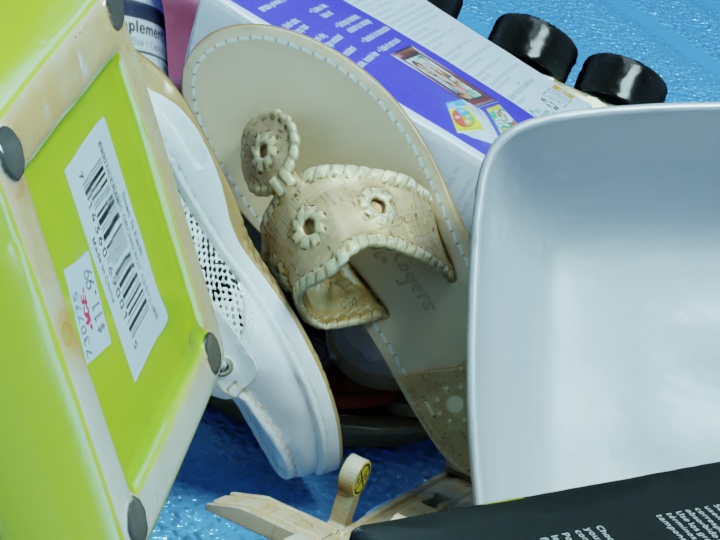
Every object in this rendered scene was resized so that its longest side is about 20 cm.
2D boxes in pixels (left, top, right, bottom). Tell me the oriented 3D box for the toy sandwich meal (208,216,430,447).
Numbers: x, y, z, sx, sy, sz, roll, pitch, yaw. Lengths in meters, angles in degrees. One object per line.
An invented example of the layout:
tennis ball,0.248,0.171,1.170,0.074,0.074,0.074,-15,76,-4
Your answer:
toy sandwich meal,-0.017,0.003,0.933,0.204,0.071,0.205,12,26,-6

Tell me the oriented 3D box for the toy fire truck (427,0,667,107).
toy fire truck,0.064,-0.073,1.092,0.175,0.129,0.200,23,-17,2

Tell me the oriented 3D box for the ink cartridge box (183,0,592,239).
ink cartridge box,-0.001,-0.095,0.894,0.199,0.044,0.198,34,20,5

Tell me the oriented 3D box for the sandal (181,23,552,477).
sandal,0.005,-0.003,0.772,0.212,0.077,0.070,53,14,-7

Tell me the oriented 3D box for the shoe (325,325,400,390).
shoe,0.085,0.012,0.870,0.199,0.054,0.070,-7,53,-16

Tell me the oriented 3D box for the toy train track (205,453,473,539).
toy train track,0.017,0.089,0.775,0.114,0.033,0.200,22,13,19

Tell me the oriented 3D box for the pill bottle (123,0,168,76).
pill bottle,-0.136,-0.066,0.840,0.115,0.202,0.116,-4,-5,0

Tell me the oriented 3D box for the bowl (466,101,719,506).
bowl,0.136,0.043,0.755,0.198,0.202,0.075,-1,-9,-1

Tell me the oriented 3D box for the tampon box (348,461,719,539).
tampon box,0.094,0.155,0.604,0.199,0.151,0.126,-4,33,-33

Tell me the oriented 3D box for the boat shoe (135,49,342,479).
boat shoe,-0.070,0.011,0.773,0.069,0.201,0.071,-35,32,-14

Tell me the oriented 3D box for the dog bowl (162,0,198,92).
dog bowl,-0.145,-0.101,1.072,0.199,0.074,0.200,11,26,-5

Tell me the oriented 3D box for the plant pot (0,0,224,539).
plant pot,-0.154,0.011,0.637,0.180,0.201,0.199,-10,22,14
